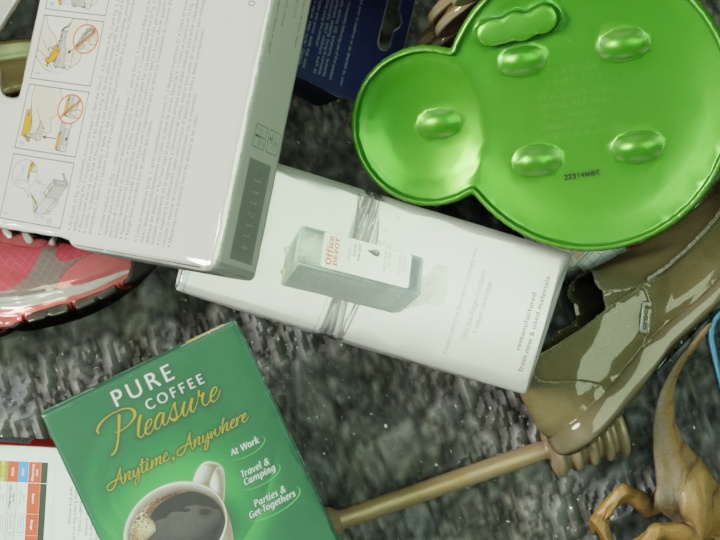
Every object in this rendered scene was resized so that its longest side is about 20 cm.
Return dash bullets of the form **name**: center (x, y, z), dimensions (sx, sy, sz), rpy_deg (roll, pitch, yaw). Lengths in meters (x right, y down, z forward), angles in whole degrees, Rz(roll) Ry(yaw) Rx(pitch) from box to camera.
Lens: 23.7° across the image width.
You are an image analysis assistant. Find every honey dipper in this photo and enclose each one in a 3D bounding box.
- **honey dipper**: center (0.063, 0.123, 1.022), dimensions (0.199, 0.038, 0.038), rpy_deg (-18, 90, -5)

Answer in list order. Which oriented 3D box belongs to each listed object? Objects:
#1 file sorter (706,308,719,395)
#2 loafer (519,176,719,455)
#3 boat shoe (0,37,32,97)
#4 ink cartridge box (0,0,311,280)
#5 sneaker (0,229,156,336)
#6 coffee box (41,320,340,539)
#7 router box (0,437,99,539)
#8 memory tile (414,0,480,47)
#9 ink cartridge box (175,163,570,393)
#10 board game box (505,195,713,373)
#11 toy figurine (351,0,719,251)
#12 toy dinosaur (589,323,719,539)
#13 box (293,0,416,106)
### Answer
- **file sorter**: center (0.288, 0.070, 0.968), dimensions (0.122, 0.200, 0.140), rpy_deg (-15, 89, -4)
- **loafer**: center (0.161, 0.015, 0.992), dimensions (0.067, 0.076, 0.200), rpy_deg (41, 77, -4)
- **boat shoe**: center (-0.255, -0.086, 0.980), dimensions (0.199, 0.073, 0.064), rpy_deg (-15, 96, -4)
- **ink cartridge box**: center (-0.118, -0.108, 0.889), dimensions (0.175, 0.045, 0.202), rpy_deg (10, 86, 27)
- **sneaker**: center (-0.216, -0.004, 0.978), dimensions (0.199, 0.074, 0.087), rpy_deg (-14, 88, -6)
- **coffee box**: center (-0.081, 0.141, 0.951), dimensions (0.122, 0.044, 0.201), rpy_deg (-27, 91, -7)
- **router box**: center (-0.130, 0.202, 0.990), dimensions (0.178, 0.049, 0.202), rpy_deg (4, 87, -6)
- **memory tile**: center (0.095, -0.164, 0.949), dimensions (0.153, 0.200, 0.017), rpy_deg (-31, 84, -14)
- **ink cartridge box**: center (0.000, 0.000, 0.964), dimensions (0.199, 0.146, 0.085), rpy_deg (18, 88, -5)
- **board game box**: center (0.143, -0.044, 1.045), dimensions (0.200, 0.023, 0.105), rpy_deg (45, 82, -3)
- **toy figurine**: center (0.112, -0.098, 0.952), dimensions (0.198, 0.184, 0.151), rpy_deg (-8, 99, 17)
- **toy dinosaur**: center (0.189, 0.130, 1.022), dimensions (0.106, 0.060, 0.201), rpy_deg (-34, 115, -9)
- **box**: center (-0.058, -0.176, 0.988), dimensions (0.199, 0.032, 0.122), rpy_deg (22, 72, -28)
